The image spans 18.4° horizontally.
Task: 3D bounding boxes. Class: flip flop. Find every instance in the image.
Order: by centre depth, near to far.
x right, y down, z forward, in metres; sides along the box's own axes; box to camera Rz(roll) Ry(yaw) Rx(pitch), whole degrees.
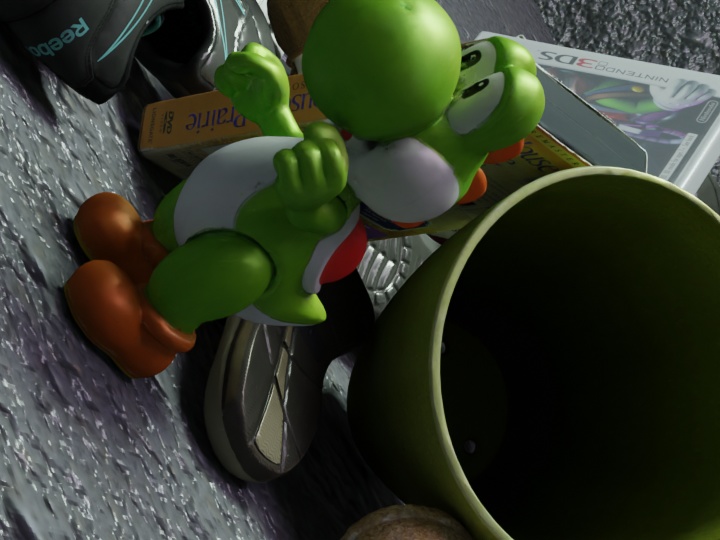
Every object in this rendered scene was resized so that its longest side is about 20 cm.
[{"bbox_3d":[-0.042,0.028,1.005,0.081,0.057,0.201,61,26,-24],"label":"flip flop"}]

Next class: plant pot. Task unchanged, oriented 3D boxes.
[{"bbox_3d":[0.073,0.058,1.069,0.188,0.187,0.200,59,-25,-7],"label":"plant pot"}]

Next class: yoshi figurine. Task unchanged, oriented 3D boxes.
[{"bbox_3d":[-0.029,-0.048,0.864,0.113,0.199,0.112,64,13,13],"label":"yoshi figurine"}]

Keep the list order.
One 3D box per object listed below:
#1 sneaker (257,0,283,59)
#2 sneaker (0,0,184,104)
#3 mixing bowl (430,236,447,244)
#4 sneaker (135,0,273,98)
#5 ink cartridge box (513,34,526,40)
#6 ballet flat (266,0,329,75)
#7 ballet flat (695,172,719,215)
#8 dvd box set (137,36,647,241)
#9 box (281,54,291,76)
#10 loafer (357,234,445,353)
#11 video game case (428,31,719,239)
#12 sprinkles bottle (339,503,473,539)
[{"bbox_3d":[-0.073,-0.165,1.259,0.100,0.074,0.200,64,26,-15],"label":"sneaker"},{"bbox_3d":[-0.115,-0.152,1.007,0.079,0.075,0.201,54,34,-27],"label":"sneaker"},{"bbox_3d":[0.087,-0.011,1.379,0.107,0.202,0.200,21,11,6],"label":"mixing bowl"},{"bbox_3d":[-0.104,-0.169,1.096,0.201,0.075,0.079,62,16,9],"label":"sneaker"},{"bbox_3d":[0.102,-0.044,1.529,0.200,0.144,0.084,50,15,-44],"label":"ink cartridge box"},{"bbox_3d":[-0.012,-0.108,1.193,0.200,0.067,0.073,93,-14,-77],"label":"ballet flat"},{"bbox_3d":[0.157,0.027,1.330,0.068,0.202,0.068,22,14,17],"label":"ballet flat"},{"bbox_3d":[0.016,-0.056,1.049,0.146,0.199,0.030,28,61,-50],"label":"dvd box set"},{"bbox_3d":[-0.042,-0.112,1.351,0.143,0.036,0.201,45,19,-52],"label":"box"},{"bbox_3d":[0.000,0.000,1.228,0.200,0.069,0.076,41,58,-35],"label":"loafer"},{"bbox_3d":[0.113,-0.073,1.299,0.200,0.180,0.024,-51,145,-46],"label":"video game case"},{"bbox_3d":[0.029,0.182,0.899,0.068,0.068,0.201,53,14,-31],"label":"sprinkles bottle"}]
